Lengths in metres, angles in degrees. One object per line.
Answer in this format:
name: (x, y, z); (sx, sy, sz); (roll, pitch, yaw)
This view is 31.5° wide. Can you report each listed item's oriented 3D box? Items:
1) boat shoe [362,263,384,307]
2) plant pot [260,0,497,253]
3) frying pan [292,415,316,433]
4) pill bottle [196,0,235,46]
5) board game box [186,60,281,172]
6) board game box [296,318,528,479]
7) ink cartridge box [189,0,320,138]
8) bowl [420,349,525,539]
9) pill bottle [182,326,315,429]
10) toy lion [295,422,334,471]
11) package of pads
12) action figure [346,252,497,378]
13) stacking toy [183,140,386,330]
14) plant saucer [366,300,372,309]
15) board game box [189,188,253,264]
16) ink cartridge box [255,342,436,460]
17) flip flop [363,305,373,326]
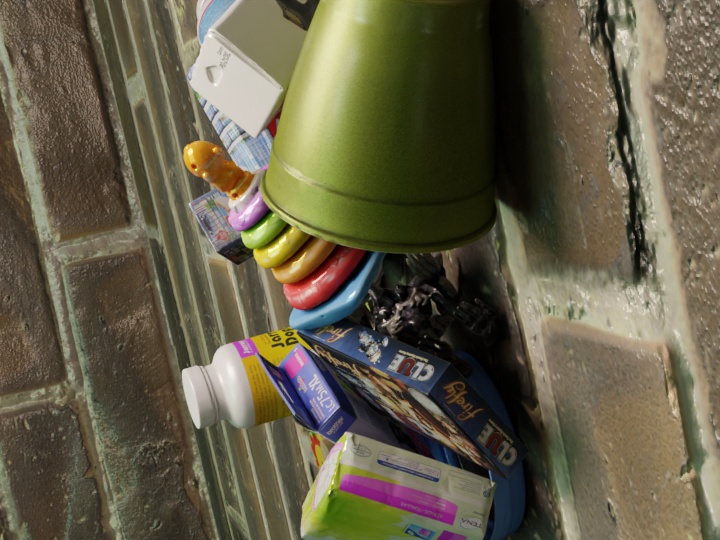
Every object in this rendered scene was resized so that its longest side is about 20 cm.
boat shoe: (0.000, 0.000, 1.360); (0.200, 0.072, 0.062); (-77, -36, -63)
plant pot: (0.028, -0.145, 1.028); (0.200, 0.200, 0.193); (-128, 40, -53)
frying pan: (-0.014, 0.191, 1.549); (0.190, 0.115, 0.031); (-143, 60, -63)
pill bottle: (-0.123, -0.261, 1.448); (0.200, 0.108, 0.109); (-122, 24, -50)
board game box: (-0.034, -0.157, 1.246); (0.200, 0.200, 0.062); (59, 162, 6)
board game box: (0.043, 0.107, 1.142); (0.200, 0.035, 0.136); (20, 158, 53)
ink cartridge box: (-0.053, -0.231, 1.147); (0.084, 0.200, 0.145); (40, 162, -3)
bowl: (0.105, 0.173, 1.259); (0.201, 0.039, 0.201); (165, 90, -74)
pill bottle: (-0.108, 0.127, 1.528); (0.104, 0.199, 0.105); (165, 90, -73)
toy lion: (-0.027, 0.271, 1.750); (0.200, 0.068, 0.192); (-139, 31, -62)
package of pads: (0.027, 0.229, 1.216); (0.200, 0.154, 0.068); (112, 175, -63)
action figure: (0.046, 0.034, 1.212); (0.102, 0.119, 0.200); (50, 167, -26)
stacking toy: (-0.076, -0.050, 1.129); (0.200, 0.110, 0.116); (39, 143, -21)
plant saucer: (0.003, 0.070, 1.523); (0.200, 0.031, 0.201); (166, 90, -73)
board game box: (-0.064, -0.083, 1.372); (0.062, 0.200, 0.200); (59, -178, 9)
ink cartridge box: (-0.008, 0.143, 1.264); (0.200, 0.042, 0.119); (34, -170, -35)
flip flop: (-0.014, 0.066, 1.422); (0.081, 0.057, 0.200); (100, 151, -54)
